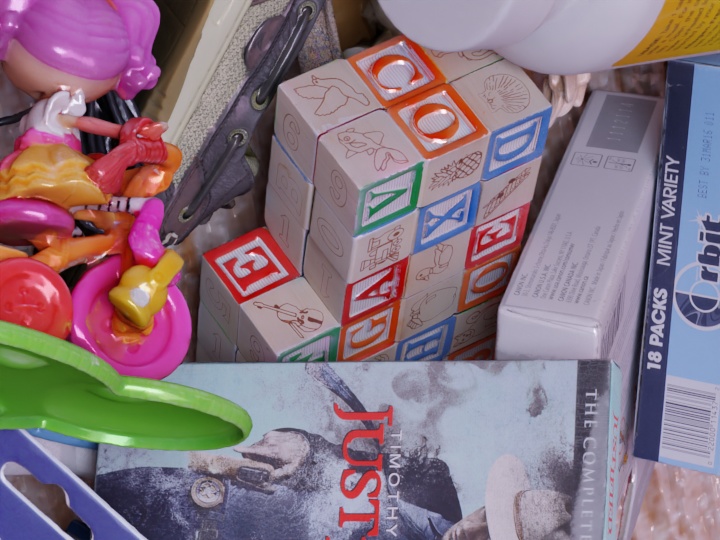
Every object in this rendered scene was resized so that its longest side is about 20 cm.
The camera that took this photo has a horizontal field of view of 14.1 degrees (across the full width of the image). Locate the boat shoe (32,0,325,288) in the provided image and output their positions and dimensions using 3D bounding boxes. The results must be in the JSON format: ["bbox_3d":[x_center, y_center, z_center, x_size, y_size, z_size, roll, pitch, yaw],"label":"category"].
[{"bbox_3d":[-0.067,-0.048,1.115,0.066,0.072,0.201,14,115,-27],"label":"boat shoe"}]

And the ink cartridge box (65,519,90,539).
[{"bbox_3d":[-0.028,0.189,1.189,0.200,0.146,0.086,27,86,-34],"label":"ink cartridge box"}]

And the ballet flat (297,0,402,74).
[{"bbox_3d":[0.007,-0.113,1.129,0.068,0.067,0.200,-27,117,-21],"label":"ballet flat"}]

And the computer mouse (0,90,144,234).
[{"bbox_3d":[-0.179,-0.075,1.050,0.199,0.046,0.141,-7,84,-4],"label":"computer mouse"}]

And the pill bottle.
[{"bbox_3d":[0.099,-0.132,1.076,0.200,0.113,0.113,-11,111,-41],"label":"pill bottle"}]

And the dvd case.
[{"bbox_3d":[-0.006,0.104,1.061,0.022,0.199,0.146,42,50,-67],"label":"dvd case"}]

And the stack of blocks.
[{"bbox_3d":[0.000,0.000,1.141,0.115,0.059,0.200,-25,150,-23],"label":"stack of blocks"}]

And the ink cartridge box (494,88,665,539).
[{"bbox_3d":[0.093,0.046,1.205,0.045,0.200,0.177,8,120,12],"label":"ink cartridge box"}]

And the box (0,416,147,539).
[{"bbox_3d":[-0.162,0.145,1.059,0.121,0.032,0.200,42,103,4],"label":"box"}]

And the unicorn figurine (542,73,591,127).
[{"bbox_3d":[0.083,-0.172,1.187,0.137,0.074,0.200,-49,153,-50],"label":"unicorn figurine"}]

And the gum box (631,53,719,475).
[{"bbox_3d":[0.184,-0.019,1.259,0.200,0.044,0.170,-21,118,-59],"label":"gum box"}]

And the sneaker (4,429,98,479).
[{"bbox_3d":[-0.183,0.063,1.114,0.200,0.075,0.087,14,104,-25],"label":"sneaker"}]

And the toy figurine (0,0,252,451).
[{"bbox_3d":[-0.120,-0.047,0.986,0.200,0.150,0.185,13,73,-22],"label":"toy figurine"}]
